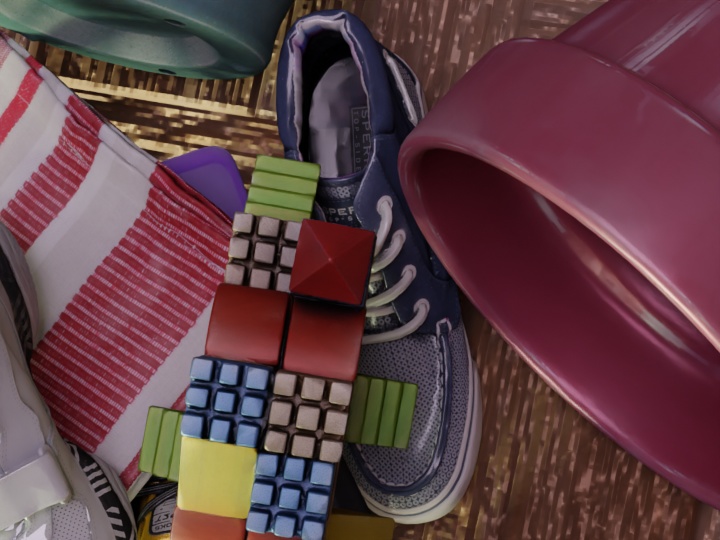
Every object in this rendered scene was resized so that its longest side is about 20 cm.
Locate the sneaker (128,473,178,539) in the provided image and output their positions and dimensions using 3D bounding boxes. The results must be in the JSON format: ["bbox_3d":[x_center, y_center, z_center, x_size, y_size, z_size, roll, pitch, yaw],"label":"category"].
[{"bbox_3d":[-0.061,0.087,0.790,0.077,0.082,0.202,-19,76,12],"label":"sneaker"}]

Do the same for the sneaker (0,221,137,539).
[{"bbox_3d":[-0.149,0.060,0.708,0.075,0.115,0.201,-25,75,12],"label":"sneaker"}]

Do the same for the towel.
[{"bbox_3d":[-0.140,0.000,0.786,0.200,0.023,0.144,39,92,21],"label":"towel"}]

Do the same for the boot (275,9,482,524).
[{"bbox_3d":[0.000,0.000,0.784,0.072,0.090,0.202,-12,78,12],"label":"boot"}]

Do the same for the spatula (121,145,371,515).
[{"bbox_3d":[-0.036,0.042,0.779,0.056,0.021,0.201,-19,69,-26],"label":"spatula"}]

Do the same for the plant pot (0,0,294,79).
[{"bbox_3d":[-0.080,-0.183,0.773,0.198,0.200,0.190,11,82,16],"label":"plant pot"}]

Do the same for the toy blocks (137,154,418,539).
[{"bbox_3d":[-0.031,0.058,0.675,0.099,0.137,0.202,10,88,0],"label":"toy blocks"}]

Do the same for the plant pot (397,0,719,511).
[{"bbox_3d":[0.144,-0.036,0.713,0.200,0.200,0.179,41,77,16],"label":"plant pot"}]
